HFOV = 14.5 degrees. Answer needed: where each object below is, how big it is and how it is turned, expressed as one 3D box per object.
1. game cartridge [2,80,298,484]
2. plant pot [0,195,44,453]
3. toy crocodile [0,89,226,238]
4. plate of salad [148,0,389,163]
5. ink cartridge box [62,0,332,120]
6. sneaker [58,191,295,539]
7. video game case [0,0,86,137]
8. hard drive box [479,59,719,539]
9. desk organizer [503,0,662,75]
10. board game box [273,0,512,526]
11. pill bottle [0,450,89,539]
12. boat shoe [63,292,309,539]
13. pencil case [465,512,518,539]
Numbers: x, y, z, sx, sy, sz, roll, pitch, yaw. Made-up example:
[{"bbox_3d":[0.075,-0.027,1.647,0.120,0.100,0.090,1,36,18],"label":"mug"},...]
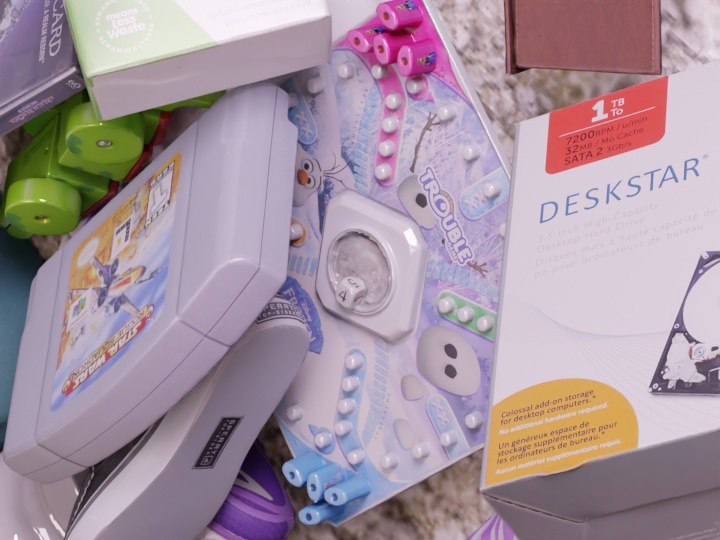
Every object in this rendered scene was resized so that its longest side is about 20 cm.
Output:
[{"bbox_3d":[-0.102,0.013,1.327,0.041,0.134,0.200,31,131,-23],"label":"game cartridge"},{"bbox_3d":[-0.266,0.061,1.491,0.141,0.199,0.142,-42,75,36],"label":"plant pot"},{"bbox_3d":[-0.129,-0.067,1.397,0.200,0.061,0.068,-41,38,52],"label":"toy crocodile"},{"bbox_3d":[-0.060,-0.125,1.387,0.199,0.048,0.201,16,120,30],"label":"plate of salad"},{"bbox_3d":[-0.091,-0.183,1.288,0.116,0.067,0.201,-15,75,-3],"label":"ink cartridge box"},{"bbox_3d":[-0.084,0.051,1.434,0.083,0.081,0.201,-29,85,28],"label":"sneaker"},{"bbox_3d":[-0.198,-0.114,1.393,0.199,0.019,0.144,-25,49,34],"label":"video game case"},{"bbox_3d":[0.139,0.014,1.164,0.155,0.201,0.077,-17,134,26],"label":"hard drive box"},{"bbox_3d":[0.110,-0.188,1.230,0.077,0.072,0.202,6,105,33],"label":"desk organizer"},{"bbox_3d":[0.000,0.000,1.331,0.200,0.026,0.201,-32,80,42],"label":"board game box"},{"bbox_3d":[-0.177,0.158,1.505,0.200,0.112,0.113,-44,75,35],"label":"pill bottle"},{"bbox_3d":[-0.092,0.079,1.370,0.200,0.068,0.057,-54,52,25],"label":"boat shoe"},{"bbox_3d":[0.079,0.153,1.288,0.083,0.086,0.200,16,153,-9],"label":"pencil case"}]
